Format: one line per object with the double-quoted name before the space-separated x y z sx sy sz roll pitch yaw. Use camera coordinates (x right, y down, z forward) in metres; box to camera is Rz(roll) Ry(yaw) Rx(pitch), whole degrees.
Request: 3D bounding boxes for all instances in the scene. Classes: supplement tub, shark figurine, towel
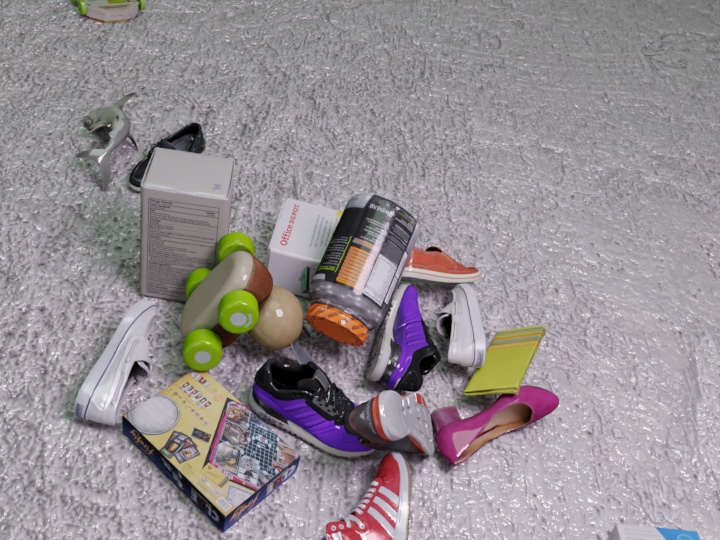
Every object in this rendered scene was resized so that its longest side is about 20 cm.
"supplement tub" 0.000 0.000 1.240 0.120 0.123 0.203 21 72 10
"shark figurine" -0.437 -0.239 1.529 0.126 0.090 0.216 -29 38 3
"towel" 0.222 0.136 1.271 0.084 0.018 0.200 -11 17 28

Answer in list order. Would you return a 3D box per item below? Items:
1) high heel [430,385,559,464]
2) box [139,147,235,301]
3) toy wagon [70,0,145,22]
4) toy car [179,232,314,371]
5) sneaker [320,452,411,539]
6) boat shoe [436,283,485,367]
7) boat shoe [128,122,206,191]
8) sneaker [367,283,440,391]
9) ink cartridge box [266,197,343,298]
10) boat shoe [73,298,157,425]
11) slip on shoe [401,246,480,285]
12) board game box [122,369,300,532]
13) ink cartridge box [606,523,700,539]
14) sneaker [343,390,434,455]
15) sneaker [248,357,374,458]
"high heel" 0.199 0.223 1.178 0.195 0.069 0.097 -12 34 -7
"box" -0.262 -0.065 1.271 0.125 0.203 0.110 8 37 -7
"toy wagon" -0.605 -0.647 1.983 0.153 0.040 0.200 -15 47 -31
"toy car" -0.145 0.076 1.213 0.199 0.158 0.166 34 25 -30
"sneaker" 0.001 0.301 1.024 0.110 0.072 0.202 13 41 -7
"boat shoe" 0.149 0.084 1.316 0.064 0.073 0.202 3 33 -4
"boat shoe" -0.347 -0.212 1.525 0.074 0.067 0.199 30 42 18
"sneaker" 0.076 0.109 1.273 0.098 0.070 0.202 24 41 -3
"ink cartridge box" -0.048 -0.025 1.381 0.195 0.085 0.146 14 39 -2
"boat shoe" -0.314 0.126 1.145 0.064 0.074 0.202 20 50 1
"slip on shoe" 0.129 -0.008 1.390 0.197 0.063 0.073 8 -11 -41
"board game box" -0.193 0.223 1.085 0.199 0.035 0.135 36 44 25
"ink cartridge box" 0.370 0.413 1.006 0.113 0.068 0.202 7 40 -8
"sneaker" 0.038 0.201 1.102 0.080 0.200 0.079 -16 63 20
"sneaker" -0.054 0.177 1.127 0.196 0.101 0.070 21 39 3
